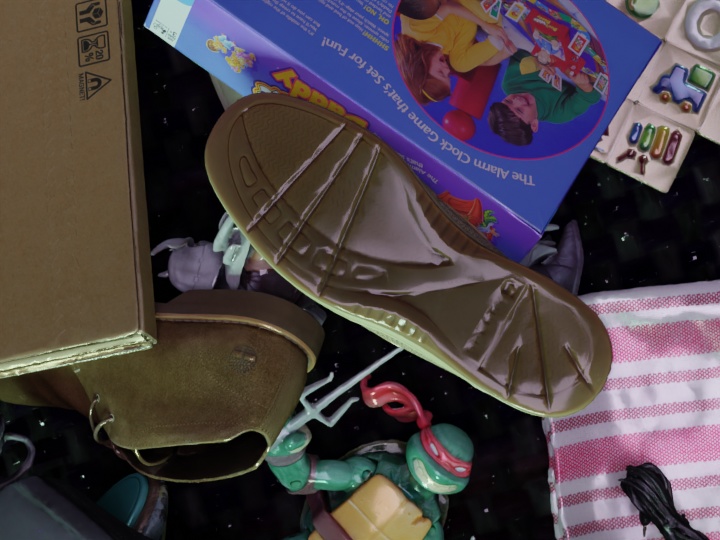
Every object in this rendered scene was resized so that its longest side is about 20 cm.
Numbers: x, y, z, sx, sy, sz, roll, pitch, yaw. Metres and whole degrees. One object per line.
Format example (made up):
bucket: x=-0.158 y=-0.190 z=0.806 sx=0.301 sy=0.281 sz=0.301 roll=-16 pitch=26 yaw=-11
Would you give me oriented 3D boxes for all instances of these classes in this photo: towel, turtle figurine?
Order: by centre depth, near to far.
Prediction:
turtle figurine: x=-0.001 y=0.134 z=0.974 sx=0.150 sy=0.101 sz=0.200 roll=43 pitch=107 yaw=9
towel: x=0.166 y=0.105 z=1.001 sx=0.146 sy=0.030 sz=0.201 roll=-8 pitch=92 yaw=2

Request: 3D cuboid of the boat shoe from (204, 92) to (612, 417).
boat shoe: x=0.017 y=-0.001 z=0.875 sx=0.200 sy=0.065 sz=0.071 roll=38 pitch=85 yaw=8

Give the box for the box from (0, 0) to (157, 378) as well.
box: x=-0.181 y=-0.044 z=0.958 sx=0.163 sy=0.021 sz=0.201 roll=-12 pitch=67 yaw=13

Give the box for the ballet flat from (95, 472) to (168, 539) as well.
ballet flat: x=-0.147 y=0.189 z=1.005 sx=0.074 sy=0.074 sz=0.200 roll=42 pitch=95 yaw=0

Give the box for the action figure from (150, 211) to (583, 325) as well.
action figure: x=0.000 y=0.000 z=0.959 sx=0.199 sy=0.130 sz=0.070 roll=3 pitch=67 yaw=-8

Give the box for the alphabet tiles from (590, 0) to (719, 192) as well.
alphabet tiles: x=0.147 y=-0.149 z=0.986 sx=0.166 sy=0.006 sz=0.201 roll=26 pitch=89 yaw=-1

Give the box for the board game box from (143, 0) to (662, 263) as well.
board game box: x=0.022 y=-0.108 z=0.926 sx=0.200 sy=0.045 sz=0.135 roll=35 pitch=57 yaw=0

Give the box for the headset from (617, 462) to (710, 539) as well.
headset: x=0.096 y=0.159 z=0.908 sx=0.094 sy=0.200 sz=0.123 roll=58 pitch=137 yaw=8

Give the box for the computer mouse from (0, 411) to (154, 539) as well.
computer mouse: x=-0.136 y=0.158 z=0.929 sx=0.199 sy=0.053 sz=0.139 roll=29 pitch=104 yaw=-3

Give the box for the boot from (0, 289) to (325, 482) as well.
boot: x=-0.113 y=0.055 z=0.947 sx=0.199 sy=0.074 sz=0.076 roll=-4 pitch=57 yaw=36

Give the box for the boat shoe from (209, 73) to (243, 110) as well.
boat shoe: x=-0.048 y=-0.122 z=0.981 sx=0.059 sy=0.072 sz=0.200 roll=-34 pitch=90 yaw=-35

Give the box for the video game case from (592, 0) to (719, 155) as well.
video game case: x=0.063 y=-0.143 z=1.000 sx=0.143 sy=0.018 sz=0.200 roll=-34 pitch=91 yaw=4
